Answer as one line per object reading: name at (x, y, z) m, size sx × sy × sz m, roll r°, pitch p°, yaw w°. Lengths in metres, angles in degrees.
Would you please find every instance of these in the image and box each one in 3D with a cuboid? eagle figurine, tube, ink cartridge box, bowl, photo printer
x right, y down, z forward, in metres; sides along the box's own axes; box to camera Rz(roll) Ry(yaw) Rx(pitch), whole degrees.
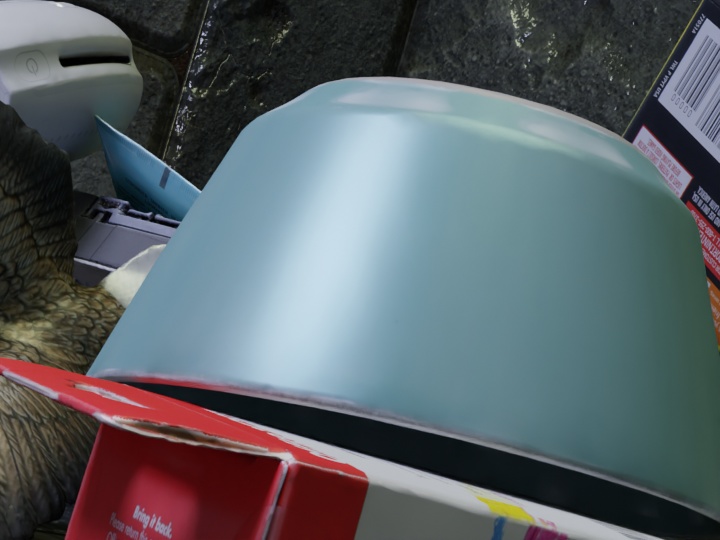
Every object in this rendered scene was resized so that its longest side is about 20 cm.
eagle figurine at (-0.136, 0.023, 0.620) m, size 0.151 × 0.151 × 0.200 m, roll 31°, pitch -11°, yaw 11°
tube at (-0.073, 0.005, 0.843) m, size 0.077 × 0.050 × 0.200 m, roll 32°, pitch -20°, yaw 18°
ink cartridge box at (0.000, 0.081, 0.480) m, size 0.200 × 0.067 × 0.116 m, roll 18°, pitch -4°, yaw -27°
bowl at (0.025, 0.010, 0.578) m, size 0.200 × 0.105 × 0.201 m, roll 12°, pitch -12°, yaw 3°
photo printer at (-0.195, -0.058, 0.807) m, size 0.199 × 0.070 × 0.166 m, roll -18°, pitch 3°, yaw 14°

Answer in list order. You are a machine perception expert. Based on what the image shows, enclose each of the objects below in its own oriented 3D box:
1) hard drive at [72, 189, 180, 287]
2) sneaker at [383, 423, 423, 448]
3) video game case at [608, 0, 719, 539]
hard drive at (-0.062, 0.050, 0.814) m, size 0.139 × 0.038 × 0.200 m, roll 14°, pitch -34°, yaw 42°
sneaker at (0.000, 0.000, 0.749) m, size 0.089 × 0.079 × 0.200 m, roll 27°, pitch 30°, yaw -24°
video game case at (0.122, 0.023, 0.637) m, size 0.025 × 0.181 × 0.200 m, roll 19°, pitch 22°, yaw -28°
